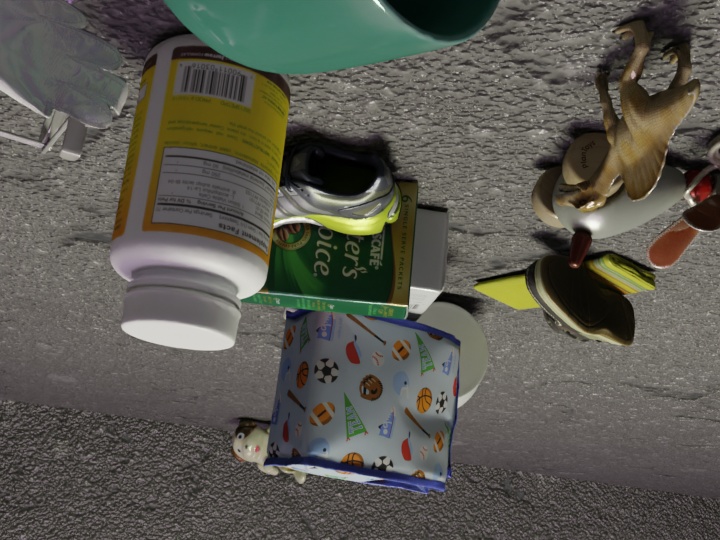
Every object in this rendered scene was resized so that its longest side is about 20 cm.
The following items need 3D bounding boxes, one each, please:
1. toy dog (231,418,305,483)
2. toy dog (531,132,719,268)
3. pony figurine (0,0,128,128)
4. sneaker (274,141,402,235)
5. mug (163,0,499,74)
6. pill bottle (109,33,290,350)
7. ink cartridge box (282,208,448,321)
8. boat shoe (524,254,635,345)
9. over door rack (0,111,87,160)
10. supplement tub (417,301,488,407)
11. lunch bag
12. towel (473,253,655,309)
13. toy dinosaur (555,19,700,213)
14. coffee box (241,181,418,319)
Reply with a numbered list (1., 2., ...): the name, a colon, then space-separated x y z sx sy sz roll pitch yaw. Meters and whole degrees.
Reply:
1. toy dog: -0.241 0.456 2.504 0.198 0.141 0.194 13 -162 -27
2. toy dog: 0.233 -0.042 0.750 0.197 0.098 0.132 1 163 16
3. pony figurine: -0.180 -0.171 0.432 0.192 0.168 0.199 25 172 -28
4. sneaker: -0.062 -0.078 0.805 0.197 0.075 0.081 -2 156 0
5. mug: -0.014 -0.152 0.386 0.113 0.154 0.184 -2 162 35
6. pill bottle: -0.112 -0.052 0.659 0.108 0.203 0.109 6 163 2
7. ink cartridge box: 0.000 0.000 0.987 0.143 0.085 0.200 8 163 -6
8. boat shoe: 0.226 0.040 1.013 0.065 0.073 0.200 -13 155 39
9. over door rack: -0.271 -0.130 0.663 0.146 0.067 0.200 14 -178 -25
10. supplement tub: 0.079 0.124 1.256 0.143 0.147 0.200 9 163 -11
11. lunch bag: 0.013 0.136 0.984 0.198 0.172 0.123 14 165 -27
12. towel: 0.227 0.014 1.073 0.086 0.018 0.199 25 156 -33
13. toy dinosaur: 0.180 -0.096 0.583 0.057 0.102 0.200 8 163 -6
14. coffee box: -0.049 -0.028 0.856 0.197 0.125 0.044 7 160 1
